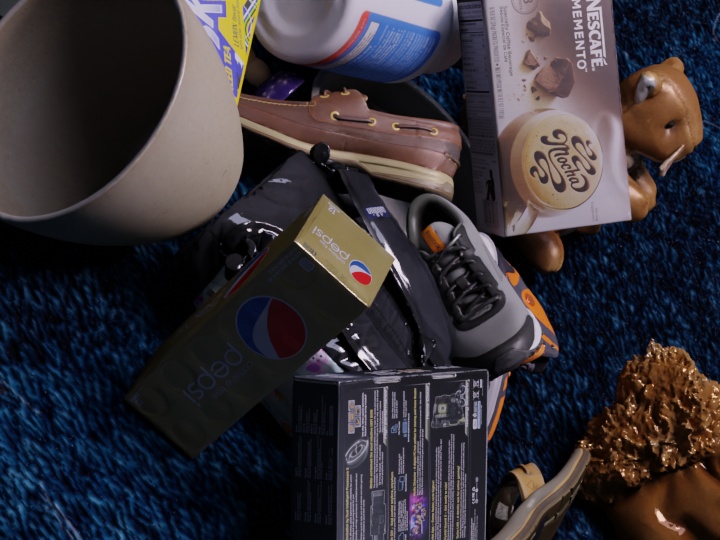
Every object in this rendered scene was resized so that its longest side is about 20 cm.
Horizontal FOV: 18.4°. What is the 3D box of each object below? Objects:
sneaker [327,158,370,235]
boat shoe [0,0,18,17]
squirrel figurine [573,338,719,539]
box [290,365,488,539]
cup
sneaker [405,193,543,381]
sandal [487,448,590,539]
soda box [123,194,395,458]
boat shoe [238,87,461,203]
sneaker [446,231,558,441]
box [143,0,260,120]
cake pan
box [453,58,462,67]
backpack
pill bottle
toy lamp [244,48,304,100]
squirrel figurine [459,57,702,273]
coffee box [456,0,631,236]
[{"bbox_3d":[0.000,0.000,1.706,0.200,0.091,0.076,47,32,-5],"label":"sneaker"},{"bbox_3d":[-0.255,-0.264,1.693,0.063,0.071,0.200,18,46,-46],"label":"boat shoe"},{"bbox_3d":[0.280,0.154,1.784,0.200,0.187,0.142,44,35,-8],"label":"squirrel figurine"},{"bbox_3d":[0.021,0.168,1.515,0.160,0.043,0.200,-2,94,-48],"label":"box"},{"bbox_3d":[-0.162,-0.097,1.550,0.143,0.200,0.201,36,32,-49],"label":"cup"},{"bbox_3d":[0.075,0.014,1.661,0.079,0.074,0.200,56,4,-35],"label":"sneaker"},{"bbox_3d":[0.120,0.183,1.690,0.054,0.080,0.200,34,35,16],"label":"sandal"},{"bbox_3d":[-0.070,0.040,1.489,0.068,0.200,0.064,42,35,-10],"label":"soda box"},{"bbox_3d":[-0.017,-0.108,1.750,0.200,0.072,0.068,16,79,4],"label":"boat shoe"},{"bbox_3d":[0.113,0.072,1.777,0.112,0.077,0.200,39,46,-38],"label":"sneaker"},{"bbox_3d":[-0.125,-0.182,1.711,0.070,0.064,0.200,23,59,-21],"label":"box"},{"bbox_3d":[0.027,-0.088,1.868,0.200,0.037,0.200,30,39,-27],"label":"cake pan"},{"bbox_3d":[0.049,-0.292,2.057,0.141,0.079,0.200,5,54,-49],"label":"box"},{"bbox_3d":[-0.030,0.030,1.611,0.200,0.127,0.167,50,46,-4],"label":"backpack"},{"bbox_3d":[0.007,-0.213,1.827,0.200,0.112,0.112,7,52,-56],"label":"pill bottle"},{"bbox_3d":[-0.130,-0.210,1.796,0.200,0.058,0.058,50,34,-4],"label":"toy lamp"},{"bbox_3d":[0.195,-0.131,1.946,0.200,0.187,0.141,53,31,8],"label":"squirrel figurine"},{"bbox_3d":[0.150,-0.135,1.828,0.113,0.080,0.200,-7,96,-14],"label":"coffee box"}]
